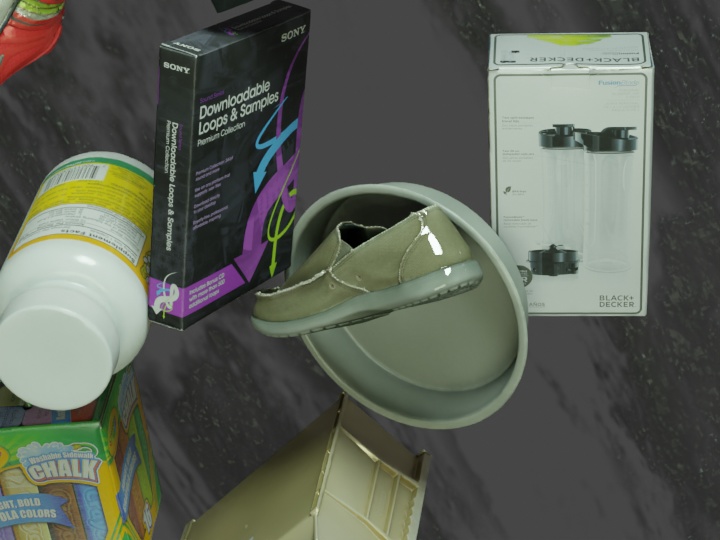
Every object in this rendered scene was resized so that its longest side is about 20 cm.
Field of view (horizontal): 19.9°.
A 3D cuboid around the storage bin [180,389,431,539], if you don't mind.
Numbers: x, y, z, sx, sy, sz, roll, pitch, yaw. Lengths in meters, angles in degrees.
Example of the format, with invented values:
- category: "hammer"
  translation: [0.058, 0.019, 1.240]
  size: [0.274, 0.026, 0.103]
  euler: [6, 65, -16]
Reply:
- category: "storage bin"
  translation: [-0.056, 0.222, 1.566]
  size: [0.094, 0.199, 0.200]
  euler: [43, 115, -15]

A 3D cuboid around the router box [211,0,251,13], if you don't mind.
- category: "router box"
  translation: [-0.033, -0.270, 1.299]
  size: [0.199, 0.062, 0.150]
  euler: [-19, 117, 16]

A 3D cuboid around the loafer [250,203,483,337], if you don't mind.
- category: "loafer"
  translation: [0.000, 0.000, 1.440]
  size: [0.199, 0.075, 0.070]
  euler: [-16, 86, 38]

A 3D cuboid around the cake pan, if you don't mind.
- category: "cake pan"
  translation: [0.038, 0.021, 1.491]
  size: [0.200, 0.037, 0.201]
  euler: [17, 126, 25]

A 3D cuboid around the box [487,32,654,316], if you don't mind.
- category: "box"
  translation: [0.149, -0.067, 1.456]
  size: [0.116, 0.060, 0.201]
  euler: [-1, 121, 6]

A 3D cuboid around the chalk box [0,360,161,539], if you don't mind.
- category: "chalk box"
  translation: [-0.235, 0.130, 1.570]
  size: [0.123, 0.125, 0.201]
  euler: [-4, 121, 8]

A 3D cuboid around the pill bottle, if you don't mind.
- category: "pill bottle"
  translation: [-0.197, 0.008, 1.449]
  size: [0.112, 0.200, 0.113]
  euler: [3, 120, 4]

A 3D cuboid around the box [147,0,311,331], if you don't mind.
- category: "box"
  translation: [-0.090, -0.075, 1.414]
  size: [0.036, 0.143, 0.201]
  euler: [17, 117, 26]

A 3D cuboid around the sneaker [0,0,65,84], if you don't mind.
- category: "sneaker"
  translation: [-0.230, -0.194, 1.417]
  size: [0.200, 0.077, 0.085]
  euler: [-45, 146, 13]
